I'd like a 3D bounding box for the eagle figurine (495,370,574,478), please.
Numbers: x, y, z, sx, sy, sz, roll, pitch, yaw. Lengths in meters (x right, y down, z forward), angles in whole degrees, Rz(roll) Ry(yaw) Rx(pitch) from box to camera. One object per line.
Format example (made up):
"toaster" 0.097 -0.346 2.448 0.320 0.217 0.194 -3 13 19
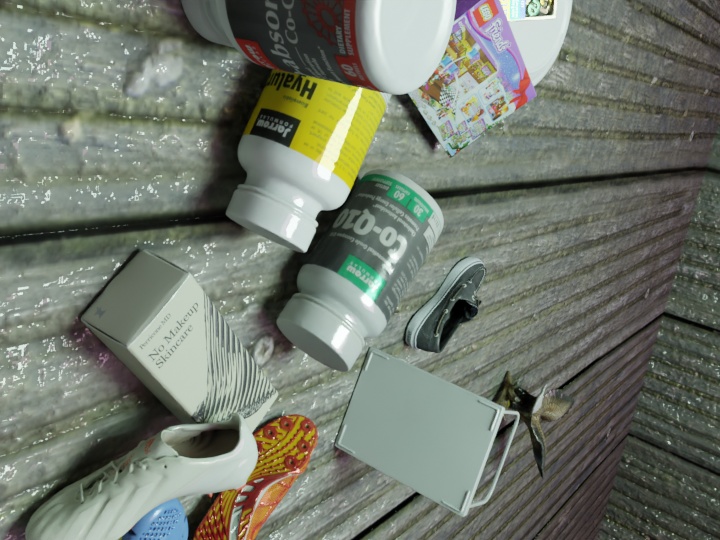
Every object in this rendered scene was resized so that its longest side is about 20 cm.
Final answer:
"eagle figurine" 0.349 0.295 1.447 0.152 0.199 0.152 -44 -163 19

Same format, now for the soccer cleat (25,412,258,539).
"soccer cleat" -0.182 0.173 0.606 0.196 0.070 0.079 -17 132 -21

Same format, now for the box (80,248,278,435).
"box" -0.152 0.080 0.645 0.083 0.067 0.201 -53 145 -22

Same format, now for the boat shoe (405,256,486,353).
"boat shoe" 0.146 0.053 1.080 0.199 0.065 0.071 -40 137 -38

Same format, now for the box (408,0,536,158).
"box" 0.122 -0.233 0.853 0.135 0.040 0.200 -34 148 10

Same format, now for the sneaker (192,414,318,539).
"sneaker" -0.119 0.243 0.802 0.200 0.072 0.078 -49 167 -29

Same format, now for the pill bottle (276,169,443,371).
"pill bottle" 0.000 0.000 0.789 0.202 0.111 0.114 -58 146 -20

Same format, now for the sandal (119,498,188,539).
"sandal" -0.185 0.304 0.702 0.079 0.086 0.204 -29 128 -43

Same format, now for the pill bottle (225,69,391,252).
"pill bottle" -0.045 -0.125 0.656 0.111 0.110 0.204 32 80 -57

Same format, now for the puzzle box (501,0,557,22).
"puzzle box" 0.163 -0.388 0.817 0.130 0.025 0.205 -8 111 -10

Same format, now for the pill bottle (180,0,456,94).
"pill bottle" -0.037 -0.206 0.542 0.115 0.197 0.118 -31 131 -44

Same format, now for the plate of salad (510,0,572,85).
"plate of salad" 0.234 -0.355 1.012 0.198 0.048 0.204 -24 127 -36

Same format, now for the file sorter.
"file sorter" 0.094 0.212 0.971 0.124 0.197 0.142 23 88 -61
